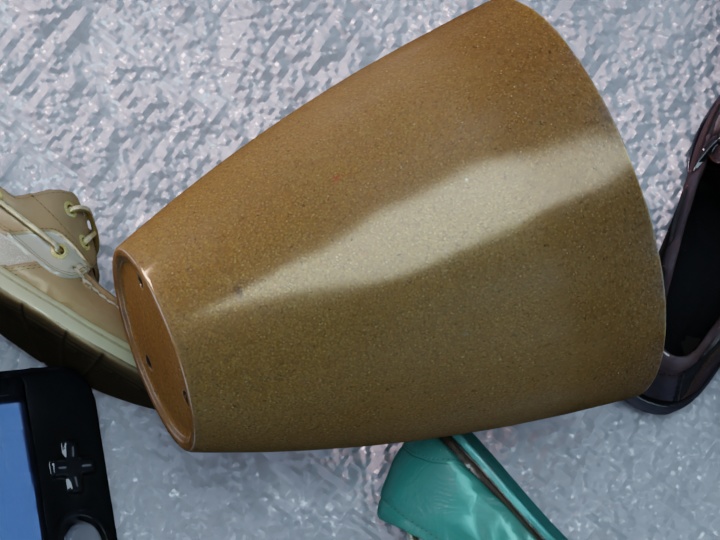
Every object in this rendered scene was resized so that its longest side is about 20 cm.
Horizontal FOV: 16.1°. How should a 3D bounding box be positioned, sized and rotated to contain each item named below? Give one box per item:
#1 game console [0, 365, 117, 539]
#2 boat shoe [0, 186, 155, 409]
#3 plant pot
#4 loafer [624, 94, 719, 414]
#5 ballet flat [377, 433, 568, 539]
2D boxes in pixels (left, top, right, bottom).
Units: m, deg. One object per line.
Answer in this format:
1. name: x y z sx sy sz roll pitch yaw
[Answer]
1. game console: -0.154 0.124 1.046 0.199 0.116 0.177 -3 81 -43
2. boat shoe: -0.153 -0.009 1.152 0.199 0.074 0.067 33 71 -2
3. plant pot: 0.000 0.000 1.102 0.199 0.186 0.187 -19 77 -16
4. loafer: 0.180 -0.025 1.201 0.072 0.063 0.201 28 73 2
5. ballet flat: 0.086 0.154 1.147 0.200 0.067 0.070 43 98 6
